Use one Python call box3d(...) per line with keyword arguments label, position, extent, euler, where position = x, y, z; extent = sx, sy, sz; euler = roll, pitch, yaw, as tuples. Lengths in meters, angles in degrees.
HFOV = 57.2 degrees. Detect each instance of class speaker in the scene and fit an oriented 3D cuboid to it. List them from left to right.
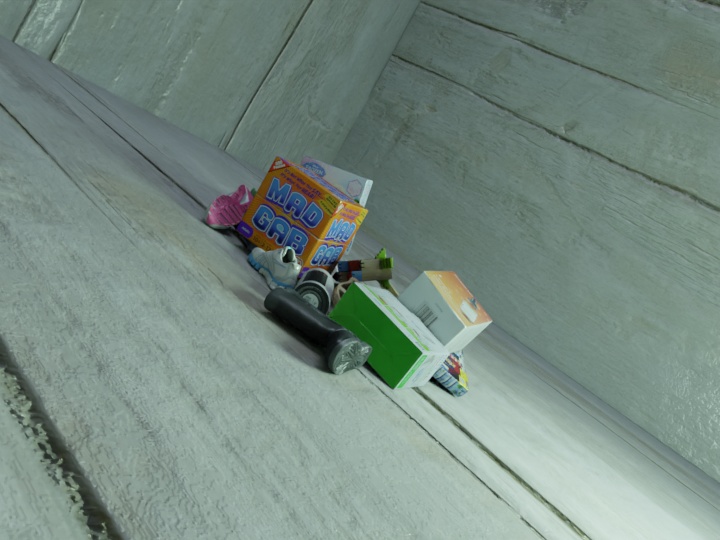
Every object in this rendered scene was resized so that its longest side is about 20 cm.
box3d(label="speaker", position=(-0.097, 0.048, 1.363), extent=(0.080, 0.082, 0.200), euler=(30, 7, -3))

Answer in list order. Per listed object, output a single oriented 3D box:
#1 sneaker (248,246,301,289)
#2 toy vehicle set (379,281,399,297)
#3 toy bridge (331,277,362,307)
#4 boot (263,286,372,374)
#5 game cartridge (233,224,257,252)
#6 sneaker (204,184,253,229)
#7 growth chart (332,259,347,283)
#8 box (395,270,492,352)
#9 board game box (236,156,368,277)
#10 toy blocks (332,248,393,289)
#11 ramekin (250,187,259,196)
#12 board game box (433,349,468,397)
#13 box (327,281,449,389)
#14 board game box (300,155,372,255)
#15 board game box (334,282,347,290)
box3d(label="sneaker", position=(-0.179, -0.018, 1.442), extent=(0.074, 0.088, 0.199), euler=(22, 10, -39))
box3d(label="toy vehicle set", position=(0.125, 0.122, 1.715), extent=(0.125, 0.026, 0.201), euler=(51, 4, -42))
box3d(label="toy bridge", position=(-0.032, 0.063, 1.478), extent=(0.067, 0.027, 0.201), euler=(41, 23, -14))
box3d(label="boot", position=(-0.086, 0.094, 1.145), extent=(0.199, 0.066, 0.165), euler=(38, 0, 18))
box3d(label="game cartridge", position=(-0.246, -0.065, 1.681), extent=(0.128, 0.039, 0.200), euler=(32, 6, -32))
box3d(label="sneaker", position=(-0.341, -0.145, 1.668), extent=(0.082, 0.087, 0.200), euler=(57, 25, -8))
box3d(label="growth chart", position=(-0.087, -0.010, 1.774), extent=(0.198, 0.018, 0.147), euler=(24, 42, -43))
box3d(label="box", position=(0.184, 0.092, 1.463), extent=(0.153, 0.106, 0.199), euler=(52, 21, 17))
box3d(label="board game box", position=(-0.137, -0.122, 1.598), extent=(0.198, 0.202, 0.199), euler=(35, 10, 17))
box3d(label="toy blocks", position=(0.000, 0.000, 1.648), extent=(0.133, 0.103, 0.200), euler=(-4, 1, -8))
box3d(label="ramekin", position=(-0.264, -0.160, 1.961), extent=(0.197, 0.099, 0.200), euler=(31, 7, -4))
box3d(label="board game box", position=(0.148, 0.170, 1.490), extent=(0.199, 0.062, 0.201), euler=(41, 21, -14))
box3d(label="box", position=(0.060, 0.127, 1.312), extent=(0.200, 0.097, 0.176), euler=(44, 11, 22))
box3d(label="board game box", position=(-0.090, -0.169, 1.711), extent=(0.196, 0.204, 0.041), euler=(22, 8, 20))
box3d(label="board game box", position=(-0.043, 0.044, 1.652), extent=(0.103, 0.024, 0.199), euler=(5, -2, 27))
